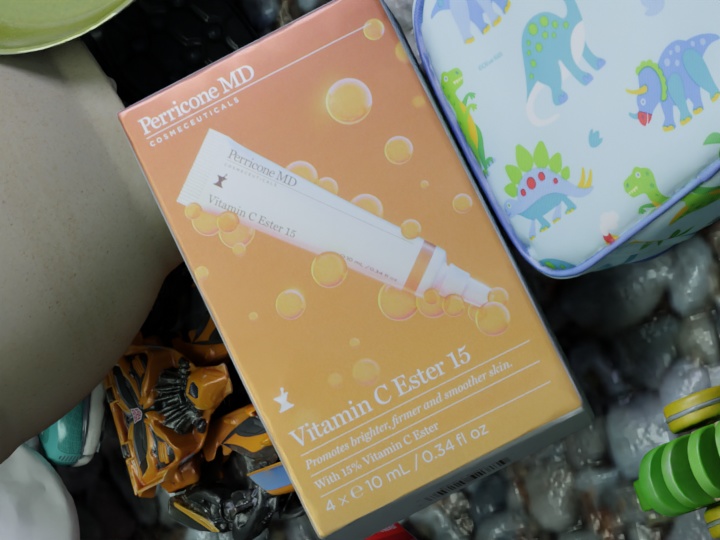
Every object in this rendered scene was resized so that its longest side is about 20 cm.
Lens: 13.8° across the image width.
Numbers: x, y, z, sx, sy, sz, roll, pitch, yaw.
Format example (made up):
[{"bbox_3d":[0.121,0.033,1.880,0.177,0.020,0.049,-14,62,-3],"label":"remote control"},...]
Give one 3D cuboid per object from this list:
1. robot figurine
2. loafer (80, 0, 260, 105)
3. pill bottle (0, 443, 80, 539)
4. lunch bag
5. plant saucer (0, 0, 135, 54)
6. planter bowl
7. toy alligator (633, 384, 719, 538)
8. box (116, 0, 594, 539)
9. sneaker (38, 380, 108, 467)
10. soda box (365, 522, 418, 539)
[{"bbox_3d":[-0.051,0.047,1.395,0.200,0.058,0.145,-25,78,42],"label":"robot figurine"},{"bbox_3d":[-0.112,-0.121,1.423,0.200,0.070,0.068,37,79,18],"label":"loafer"},{"bbox_3d":[-0.218,0.165,1.511,0.112,0.112,0.200,61,149,16],"label":"pill bottle"},{"bbox_3d":[0.121,-0.104,1.197,0.200,0.082,0.161,-39,72,39],"label":"lunch bag"},{"bbox_3d":[-0.139,-0.190,1.324,0.199,0.031,0.201,-6,76,27],"label":"plant saucer"},{"bbox_3d":[-0.160,-0.028,1.360,0.201,0.134,0.200,59,172,14],"label":"planter bowl"},{"bbox_3d":[0.174,0.065,1.197,0.200,0.054,0.059,-26,80,42],"label":"toy alligator"},{"bbox_3d":[0.000,0.000,1.263,0.124,0.097,0.200,-27,81,3],"label":"box"},{"bbox_3d":[-0.183,0.010,1.488,0.200,0.079,0.078,66,150,14],"label":"sneaker"},{"bbox_3d":[-0.015,0.218,1.385,0.063,0.070,0.200,38,120,31],"label":"soda box"}]
